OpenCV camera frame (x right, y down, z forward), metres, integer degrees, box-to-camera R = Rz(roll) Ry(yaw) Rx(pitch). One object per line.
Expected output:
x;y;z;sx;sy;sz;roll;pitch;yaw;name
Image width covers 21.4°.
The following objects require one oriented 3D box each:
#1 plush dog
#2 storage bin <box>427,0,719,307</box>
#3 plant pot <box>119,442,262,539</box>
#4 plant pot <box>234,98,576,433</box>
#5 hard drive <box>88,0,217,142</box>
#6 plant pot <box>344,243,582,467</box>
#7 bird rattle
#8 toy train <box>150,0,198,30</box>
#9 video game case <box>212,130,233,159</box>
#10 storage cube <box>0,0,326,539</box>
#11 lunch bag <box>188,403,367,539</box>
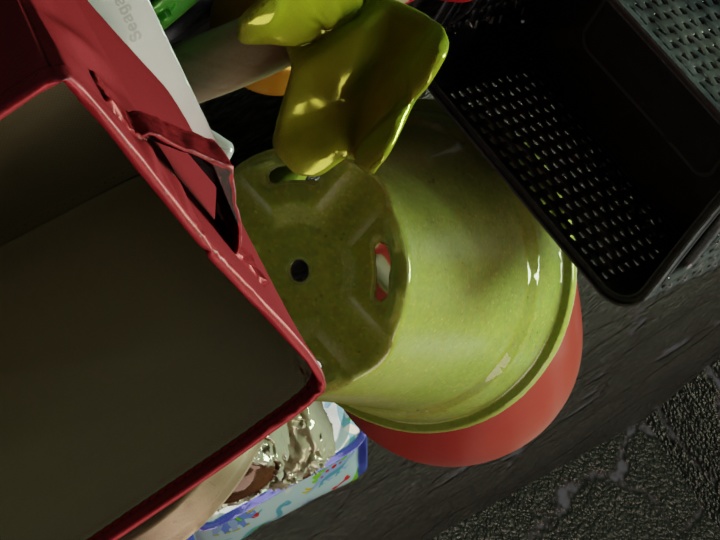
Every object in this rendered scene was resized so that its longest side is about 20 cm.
-0.127;0.084;1.270;0.170;0.162;0.200;-16;176;13;plush dog
0.142;-0.098;1.039;0.093;0.200;0.136;-21;154;-42;storage bin
-0.157;0.077;1.120;0.200;0.201;0.093;-35;128;5;plant pot
0.000;0.000;1.064;0.200;0.201;0.184;-38;167;20;plant pot
-0.166;-0.047;0.759;0.199;0.026;0.132;-31;126;-9;hard drive
0.067;0.012;1.329;0.199;0.201;0.178;-29;157;-14;plant pot
-0.018;-0.128;0.866;0.162;0.113;0.200;-16;-155;28;bird rattle
-0.151;-0.075;0.828;0.199;0.042;0.056;-37;176;13;toy train
-0.127;0.024;0.967;0.201;0.024;0.182;-60;-174;-5;video game case
-0.144;-0.014;0.633;0.199;0.180;0.171;-35;136;3;storage cube
-0.087;0.121;1.482;0.169;0.128;0.201;-27;152;-15;lunch bag
